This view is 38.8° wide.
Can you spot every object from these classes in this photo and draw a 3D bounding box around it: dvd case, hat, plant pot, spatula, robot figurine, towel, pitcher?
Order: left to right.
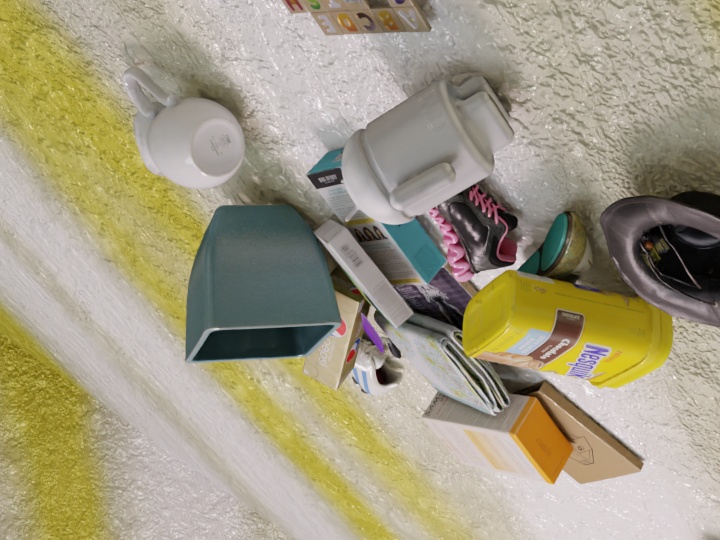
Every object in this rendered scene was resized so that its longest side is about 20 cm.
[{"bbox_3d":[-0.252,-0.198,1.404,0.200,0.121,0.172,18,143,54],"label":"pitcher"},{"bbox_3d":[-0.156,0.013,1.506,0.195,0.201,0.196,-2,163,-20],"label":"plant pot"},{"bbox_3d":[0.038,0.112,1.598,0.057,0.021,0.200,53,-176,23],"label":"spatula"},{"bbox_3d":[0.063,-0.124,1.084,0.199,0.170,0.113,-30,115,19],"label":"robot figurine"},{"bbox_3d":[0.122,0.129,1.524,0.171,0.048,0.200,51,162,-26],"label":"towel"},{"bbox_3d":[0.130,0.054,1.460,0.200,0.016,0.148,45,153,-18],"label":"dvd case"},{"bbox_3d":[0.341,-0.027,1.012,0.200,0.081,0.201,36,158,18],"label":"hat"}]

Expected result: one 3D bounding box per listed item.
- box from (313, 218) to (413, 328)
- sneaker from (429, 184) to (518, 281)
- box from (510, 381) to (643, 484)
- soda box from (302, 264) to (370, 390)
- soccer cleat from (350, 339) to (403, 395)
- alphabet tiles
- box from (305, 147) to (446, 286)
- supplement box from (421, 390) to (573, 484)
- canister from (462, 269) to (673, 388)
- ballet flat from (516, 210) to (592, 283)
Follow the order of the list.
[{"bbox_3d":[0.000,0.000,1.391,0.145,0.036,0.200,51,179,-9],"label":"box"},{"bbox_3d":[0.136,-0.070,1.211,0.095,0.079,0.200,-5,138,22],"label":"sneaker"},{"bbox_3d":[0.310,0.251,1.563,0.200,0.021,0.163,40,154,-6],"label":"box"},{"bbox_3d":[-0.035,0.090,1.589,0.067,0.064,0.201,26,131,13],"label":"soda box"},{"bbox_3d":[-0.007,0.132,1.709,0.086,0.070,0.200,-21,124,44],"label":"soccer cleat"},{"bbox_3d":[-0.037,-0.308,1.052,0.199,0.008,0.167,12,150,47],"label":"alphabet tiles"},{"bbox_3d":[0.021,-0.068,1.334,0.082,0.049,0.200,-5,128,55],"label":"box"},{"bbox_3d":[0.209,0.248,1.570,0.199,0.074,0.126,2,138,50],"label":"supplement box"},{"bbox_3d":[0.235,0.069,1.187,0.199,0.087,0.149,12,155,-15],"label":"canister"},{"bbox_3d":[0.233,-0.010,1.193,0.071,0.071,0.200,33,153,5],"label":"ballet flat"}]
